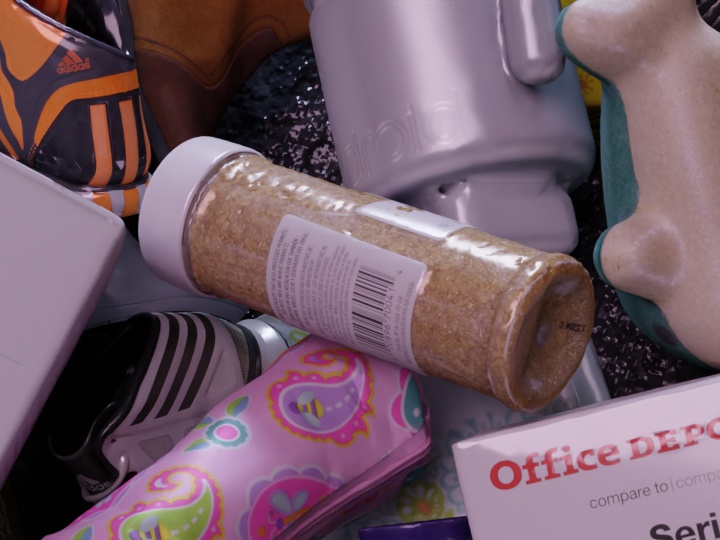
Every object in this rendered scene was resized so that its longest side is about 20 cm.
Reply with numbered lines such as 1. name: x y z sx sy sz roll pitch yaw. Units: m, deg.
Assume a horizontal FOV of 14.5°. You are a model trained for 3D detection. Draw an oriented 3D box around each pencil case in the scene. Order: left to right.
1. pencil case: -0.056 0.104 1.189 0.087 0.088 0.200 31 49 27

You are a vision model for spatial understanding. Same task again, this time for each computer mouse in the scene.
1. computer mouse: -0.145 -0.006 1.339 0.200 0.044 0.110 -3 65 -12

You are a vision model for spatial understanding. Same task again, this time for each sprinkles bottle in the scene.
1. sprinkles bottle: 0.000 0.000 1.193 0.200 0.068 0.068 20 75 33

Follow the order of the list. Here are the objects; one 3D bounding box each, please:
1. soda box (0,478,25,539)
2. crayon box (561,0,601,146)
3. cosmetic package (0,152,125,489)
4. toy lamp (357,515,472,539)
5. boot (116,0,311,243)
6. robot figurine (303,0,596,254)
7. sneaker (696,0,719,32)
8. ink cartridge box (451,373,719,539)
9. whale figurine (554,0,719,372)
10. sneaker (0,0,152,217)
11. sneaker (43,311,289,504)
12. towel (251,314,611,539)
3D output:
1. soda box: -0.203 0.111 1.339 0.064 0.068 0.200 -23 62 8
2. crayon box: 0.120 -0.125 1.343 0.200 0.051 0.127 -1 67 18
3. cosmetic package: -0.220 0.041 1.211 0.165 0.165 0.200 28 77 -4
4. toy lamp: 0.039 0.206 1.196 0.058 0.058 0.200 -7 87 16
5. boot: -0.041 -0.102 1.357 0.200 0.068 0.188 -19 71 -29
6. robot figurine: 0.038 -0.092 1.260 0.170 0.113 0.200 -33 64 51
7. sneaker: 0.122 -0.172 1.297 0.074 0.089 0.200 -43 86 3
8. ink cartridge box: 0.132 0.148 1.166 0.146 0.084 0.200 -15 84 12
9. whale figurine: 0.143 -0.048 1.231 0.159 0.200 0.104 -46 24 -27
10. sneaker: -0.162 -0.097 1.297 0.200 0.078 0.112 16 115 42
11. sneaker: -0.104 0.113 1.256 0.076 0.115 0.201 9 87 46
12. towel: 0.035 0.083 1.283 0.171 0.048 0.200 -22 62 8
